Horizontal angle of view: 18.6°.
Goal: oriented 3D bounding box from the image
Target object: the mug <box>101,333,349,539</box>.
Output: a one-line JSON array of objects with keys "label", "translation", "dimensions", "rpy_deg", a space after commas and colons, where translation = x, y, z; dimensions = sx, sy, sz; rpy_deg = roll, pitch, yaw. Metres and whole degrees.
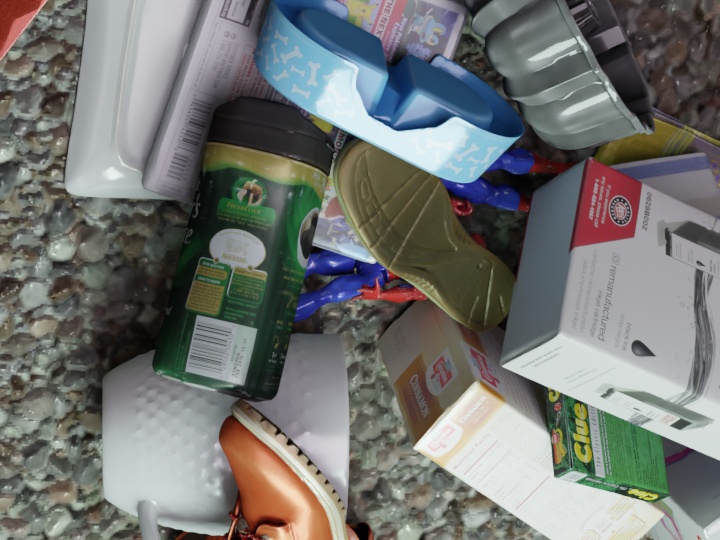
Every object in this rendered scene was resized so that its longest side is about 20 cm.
[{"label": "mug", "translation": [-0.099, 0.141, 1.586], "dimensions": [0.174, 0.201, 0.148], "rpy_deg": [0, 144, -5]}]

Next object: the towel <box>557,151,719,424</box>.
[{"label": "towel", "translation": [0.232, 0.011, 1.653], "dimensions": [0.146, 0.024, 0.201], "rpy_deg": [-11, 79, -31]}]

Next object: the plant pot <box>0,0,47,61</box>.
[{"label": "plant pot", "translation": [-0.249, -0.262, 1.405], "dimensions": [0.176, 0.200, 0.200], "rpy_deg": [38, 94, -14]}]

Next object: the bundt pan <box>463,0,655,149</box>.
[{"label": "bundt pan", "translation": [0.132, -0.171, 1.562], "dimensions": [0.075, 0.202, 0.202], "rpy_deg": [-27, 117, 16]}]

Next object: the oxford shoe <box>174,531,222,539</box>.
[{"label": "oxford shoe", "translation": [-0.052, 0.244, 1.655], "dimensions": [0.071, 0.199, 0.073], "rpy_deg": [-52, 137, -32]}]

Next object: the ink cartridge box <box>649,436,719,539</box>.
[{"label": "ink cartridge box", "translation": [0.285, 0.196, 1.729], "dimensions": [0.084, 0.200, 0.145], "rpy_deg": [-31, 115, -7]}]

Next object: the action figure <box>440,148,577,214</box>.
[{"label": "action figure", "translation": [0.075, -0.077, 1.642], "dimensions": [0.199, 0.052, 0.066], "rpy_deg": [14, 108, -20]}]

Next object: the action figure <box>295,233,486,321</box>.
[{"label": "action figure", "translation": [0.000, 0.000, 1.641], "dimensions": [0.199, 0.066, 0.052], "rpy_deg": [-11, 148, -16]}]

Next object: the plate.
[{"label": "plate", "translation": [-0.103, -0.140, 1.576], "dimensions": [0.199, 0.032, 0.201], "rpy_deg": [4, 106, -20]}]

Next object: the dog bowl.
[{"label": "dog bowl", "translation": [0.016, -0.124, 1.505], "dimensions": [0.199, 0.112, 0.050], "rpy_deg": [25, 113, -16]}]

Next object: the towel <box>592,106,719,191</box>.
[{"label": "towel", "translation": [0.223, -0.026, 1.730], "dimensions": [0.143, 0.023, 0.201], "rpy_deg": [24, 99, -25]}]

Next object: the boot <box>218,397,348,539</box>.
[{"label": "boot", "translation": [-0.062, 0.180, 1.476], "dimensions": [0.107, 0.075, 0.201], "rpy_deg": [-34, 123, -14]}]

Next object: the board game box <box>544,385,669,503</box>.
[{"label": "board game box", "translation": [0.177, 0.067, 1.632], "dimensions": [0.104, 0.201, 0.023], "rpy_deg": [20, 146, -37]}]

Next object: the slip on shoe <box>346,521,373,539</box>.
[{"label": "slip on shoe", "translation": [-0.009, 0.228, 1.715], "dimensions": [0.061, 0.074, 0.200], "rpy_deg": [-37, 111, -6]}]

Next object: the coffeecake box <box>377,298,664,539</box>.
[{"label": "coffeecake box", "translation": [0.119, 0.118, 1.667], "dimensions": [0.200, 0.154, 0.073], "rpy_deg": [35, 107, -25]}]

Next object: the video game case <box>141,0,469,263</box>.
[{"label": "video game case", "translation": [-0.039, -0.124, 1.560], "dimensions": [0.181, 0.023, 0.201], "rpy_deg": [18, 101, -15]}]

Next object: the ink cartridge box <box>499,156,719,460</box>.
[{"label": "ink cartridge box", "translation": [0.214, 0.029, 1.573], "dimensions": [0.199, 0.083, 0.148], "rpy_deg": [23, 63, -21]}]

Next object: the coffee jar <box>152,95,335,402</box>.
[{"label": "coffee jar", "translation": [-0.078, -0.015, 1.496], "dimensions": [0.085, 0.104, 0.201], "rpy_deg": [13, 86, 8]}]

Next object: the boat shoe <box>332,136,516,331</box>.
[{"label": "boat shoe", "translation": [0.038, -0.031, 1.569], "dimensions": [0.073, 0.063, 0.201], "rpy_deg": [-52, 129, -2]}]
